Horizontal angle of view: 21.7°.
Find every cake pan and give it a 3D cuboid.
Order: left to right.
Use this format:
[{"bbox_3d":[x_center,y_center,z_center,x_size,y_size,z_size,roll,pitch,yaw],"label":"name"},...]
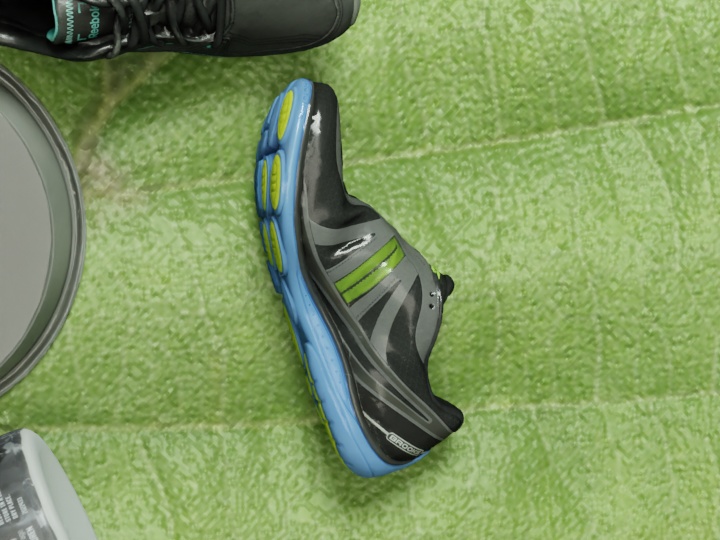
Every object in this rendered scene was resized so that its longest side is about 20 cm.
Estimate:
[{"bbox_3d":[-0.233,-0.018,0.902,0.199,0.037,0.201,-1,96,-6],"label":"cake pan"}]

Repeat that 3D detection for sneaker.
[{"bbox_3d":[-0.100,-0.121,0.869,0.199,0.079,0.076,4,125,4],"label":"sneaker"},{"bbox_3d":[0.000,0.000,0.919,0.082,0.071,0.200,-19,103,-9],"label":"sneaker"}]

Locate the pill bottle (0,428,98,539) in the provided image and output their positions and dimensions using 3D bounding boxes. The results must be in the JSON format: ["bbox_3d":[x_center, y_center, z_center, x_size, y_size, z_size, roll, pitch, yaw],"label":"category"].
[{"bbox_3d":[-0.224,0.162,0.889,0.199,0.106,0.107,-25,99,-3],"label":"pill bottle"}]
